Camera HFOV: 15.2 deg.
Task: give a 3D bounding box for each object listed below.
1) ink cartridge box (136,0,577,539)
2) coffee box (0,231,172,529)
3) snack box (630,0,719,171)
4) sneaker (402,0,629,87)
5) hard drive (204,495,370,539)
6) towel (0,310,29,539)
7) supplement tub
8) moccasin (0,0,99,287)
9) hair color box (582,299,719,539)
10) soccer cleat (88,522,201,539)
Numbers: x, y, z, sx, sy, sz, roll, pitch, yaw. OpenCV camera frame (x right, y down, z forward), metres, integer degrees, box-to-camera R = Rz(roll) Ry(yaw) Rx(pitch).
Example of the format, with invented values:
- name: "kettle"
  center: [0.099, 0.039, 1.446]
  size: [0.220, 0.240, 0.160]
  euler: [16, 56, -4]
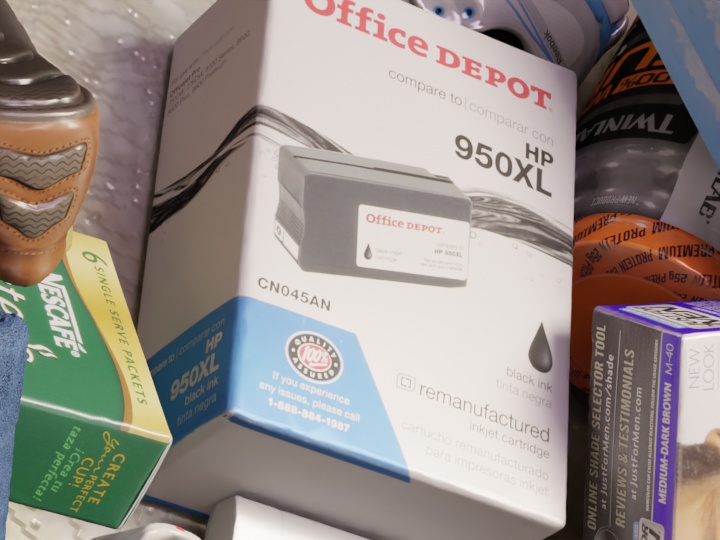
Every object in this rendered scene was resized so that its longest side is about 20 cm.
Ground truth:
- name: "ink cartridge box"
  center: [0.000, 0.000, 1.006]
  size: [0.145, 0.084, 0.200]
  euler: [20, 56, -26]
- name: "coffee box"
  center: [-0.166, 0.010, 0.875]
  size: [0.200, 0.044, 0.123]
  euler: [19, 26, -27]
- name: "snack box"
  center: [0.210, -0.085, 1.044]
  size: [0.200, 0.068, 0.169]
  euler: [-11, 69, -43]
- name: "sneaker"
  center: [0.021, -0.132, 1.102]
  size: [0.200, 0.075, 0.087]
  euler: [37, 56, -14]
- name: "hard drive"
  center: [0.027, 0.172, 0.966]
  size: [0.200, 0.027, 0.132]
  euler: [21, 63, -25]
- name: "towel"
  center: [-0.155, 0.105, 0.794]
  size: [0.112, 0.049, 0.200]
  euler: [1, 101, -42]
- name: "supplement tub"
  center: [0.147, -0.040, 1.108]
  size: [0.123, 0.123, 0.200]
  euler: [41, 49, -11]
- name: "moccasin"
  center: [-0.140, -0.055, 0.897]
  size: [0.074, 0.078, 0.201]
  euler: [-6, 28, -33]
- name: "hair color box"
  center: [0.182, 0.065, 1.011]
  size: [0.200, 0.065, 0.109]
  euler: [-3, 101, -27]
- name: "soccer cleat"
  center: [-0.075, 0.176, 0.858]
  size: [0.069, 0.085, 0.200]
  euler: [15, 59, -30]
